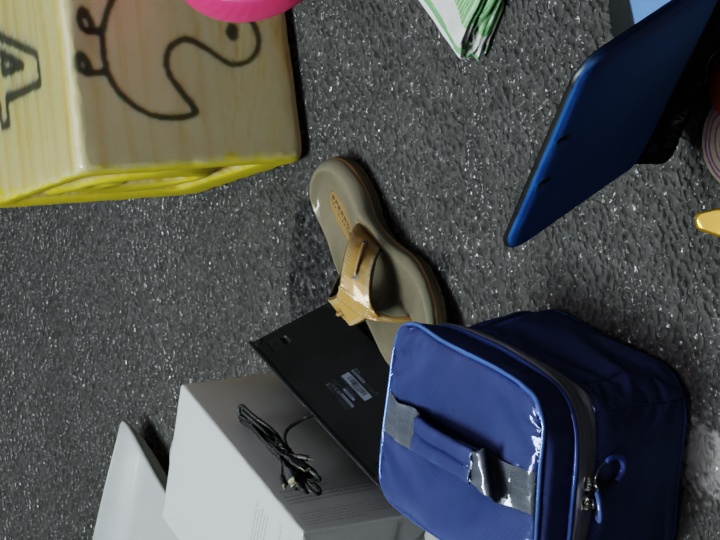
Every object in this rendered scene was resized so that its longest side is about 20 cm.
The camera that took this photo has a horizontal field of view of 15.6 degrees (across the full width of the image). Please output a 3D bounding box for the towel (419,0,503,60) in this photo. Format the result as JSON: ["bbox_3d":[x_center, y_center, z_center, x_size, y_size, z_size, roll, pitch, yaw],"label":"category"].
[{"bbox_3d":[0.070,-0.259,1.714,0.153,0.023,0.200,58,141,39],"label":"towel"}]

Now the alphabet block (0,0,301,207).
[{"bbox_3d":[-0.177,-0.162,1.990,0.196,0.195,0.201,-14,83,61],"label":"alphabet block"}]

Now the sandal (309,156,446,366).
[{"bbox_3d":[0.000,0.000,1.844,0.200,0.054,0.080,61,142,35],"label":"sandal"}]

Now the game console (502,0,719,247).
[{"bbox_3d":[0.137,-0.133,1.463,0.200,0.118,0.171,110,153,-60],"label":"game console"}]

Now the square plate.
[{"bbox_3d":[-0.171,0.261,2.206,0.200,0.028,0.199,52,137,43],"label":"square plate"}]

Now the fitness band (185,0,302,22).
[{"bbox_3d":[-0.087,-0.264,1.868,0.037,0.143,0.200,73,171,-59],"label":"fitness band"}]

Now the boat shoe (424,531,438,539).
[{"bbox_3d":[0.065,0.208,1.678,0.069,0.075,0.200,-56,6,5],"label":"boat shoe"}]

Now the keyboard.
[{"bbox_3d":[-0.022,0.098,1.839,0.200,0.127,0.021,44,156,49],"label":"keyboard"}]

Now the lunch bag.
[{"bbox_3d":[0.100,0.110,1.613,0.200,0.132,0.136,26,117,56],"label":"lunch bag"}]

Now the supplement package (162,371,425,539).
[{"bbox_3d":[-0.043,0.173,1.880,0.200,0.119,0.122,46,134,47],"label":"supplement package"}]

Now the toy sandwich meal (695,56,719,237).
[{"bbox_3d":[0.236,-0.086,1.406,0.205,0.070,0.206,15,107,58],"label":"toy sandwich meal"}]
